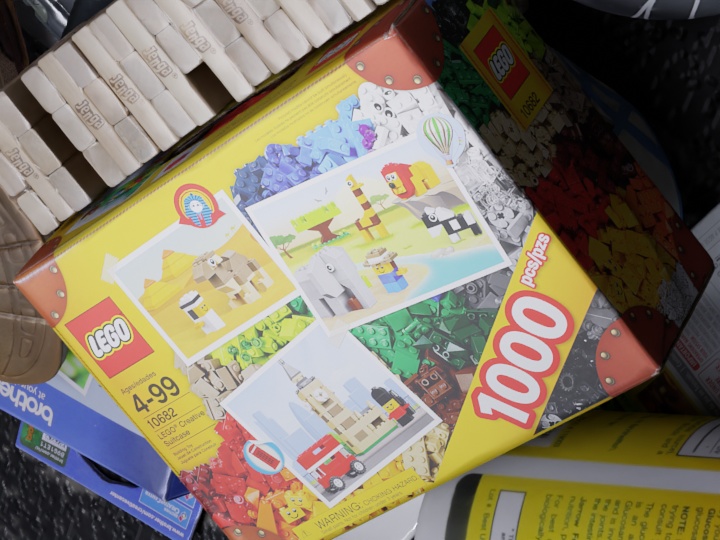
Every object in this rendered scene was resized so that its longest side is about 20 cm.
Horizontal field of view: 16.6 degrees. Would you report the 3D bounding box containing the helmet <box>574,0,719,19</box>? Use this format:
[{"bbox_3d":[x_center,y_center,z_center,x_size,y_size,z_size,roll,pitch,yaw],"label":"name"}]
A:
[{"bbox_3d":[0.108,-0.180,0.832,0.191,0.200,0.200,-45,73,15],"label":"helmet"}]

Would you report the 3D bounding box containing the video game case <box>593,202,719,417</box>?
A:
[{"bbox_3d":[0.150,0.098,0.952,0.182,0.023,0.200,-45,74,33],"label":"video game case"}]

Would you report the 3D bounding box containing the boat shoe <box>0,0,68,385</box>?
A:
[{"bbox_3d":[-0.157,-0.047,1.067,0.072,0.072,0.200,0,119,26],"label":"boat shoe"}]

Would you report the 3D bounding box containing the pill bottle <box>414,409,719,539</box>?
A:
[{"bbox_3d":[0.128,0.108,0.882,0.200,0.112,0.113,1,100,37],"label":"pill bottle"}]

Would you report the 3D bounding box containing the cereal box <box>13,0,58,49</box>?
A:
[{"bbox_3d":[-0.118,-0.193,1.040,0.144,0.039,0.200,37,127,34],"label":"cereal box"}]

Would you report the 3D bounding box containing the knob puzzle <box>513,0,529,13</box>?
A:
[{"bbox_3d":[-0.042,-0.162,1.028,0.219,0.030,0.220,8,105,34],"label":"knob puzzle"}]

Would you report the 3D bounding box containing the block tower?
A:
[{"bbox_3d":[-0.055,-0.085,0.865,0.200,0.058,0.054,-32,102,36],"label":"block tower"}]

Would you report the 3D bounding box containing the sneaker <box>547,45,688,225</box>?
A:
[{"bbox_3d":[0.042,-0.072,0.942,0.200,0.072,0.072,47,119,9],"label":"sneaker"}]

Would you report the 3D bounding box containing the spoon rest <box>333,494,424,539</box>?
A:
[{"bbox_3d":[-0.047,0.042,1.028,0.099,0.061,0.200,-33,98,19],"label":"spoon rest"}]

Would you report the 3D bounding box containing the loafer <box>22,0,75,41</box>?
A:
[{"bbox_3d":[-0.053,-0.082,0.990,0.201,0.068,0.070,44,124,-16],"label":"loafer"}]

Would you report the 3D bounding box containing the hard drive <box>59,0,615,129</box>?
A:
[{"bbox_3d":[-0.022,-0.049,0.931,0.200,0.033,0.140,30,129,4],"label":"hard drive"}]

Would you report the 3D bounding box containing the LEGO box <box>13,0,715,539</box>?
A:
[{"bbox_3d":[0.000,0.000,0.882,0.200,0.077,0.149,-31,104,36],"label":"LEGO box"}]

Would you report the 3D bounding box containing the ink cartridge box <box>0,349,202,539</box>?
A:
[{"bbox_3d":[-0.106,0.017,1.106,0.119,0.042,0.200,26,115,29],"label":"ink cartridge box"}]
